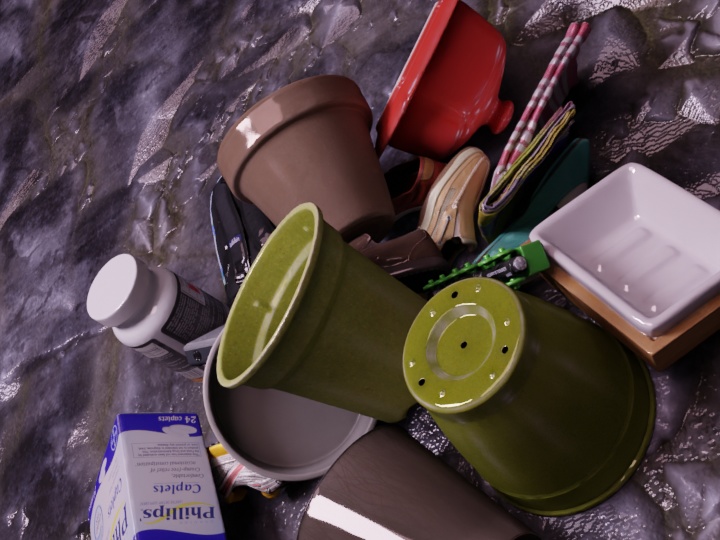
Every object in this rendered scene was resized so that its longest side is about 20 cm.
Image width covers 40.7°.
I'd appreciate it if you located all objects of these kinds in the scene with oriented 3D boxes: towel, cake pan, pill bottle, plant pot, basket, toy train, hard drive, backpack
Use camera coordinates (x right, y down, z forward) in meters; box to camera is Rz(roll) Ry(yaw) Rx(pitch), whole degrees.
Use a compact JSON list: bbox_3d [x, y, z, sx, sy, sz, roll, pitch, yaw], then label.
[{"bbox_3d":[0.200,-0.167,1.092,0.030,0.146,0.201,27,83,10],"label":"towel"},{"bbox_3d":[-0.075,0.129,1.071,0.201,0.199,0.037,-66,8,-14],"label":"cake pan"},{"bbox_3d":[-0.259,0.064,1.301,0.116,0.200,0.117,-22,50,29],"label":"pill bottle"},{"bbox_3d":[0.144,0.103,0.910,0.199,0.193,0.202,-23,50,30],"label":"plant pot"},{"bbox_3d":[0.064,0.262,0.927,0.199,0.136,0.180,20,60,43],"label":"basket"},{"bbox_3d":[-0.019,0.061,0.992,0.201,0.183,0.201,-51,23,32],"label":"plant pot"},{"bbox_3d":[0.125,0.009,0.992,0.042,0.056,0.200,68,157,3],"label":"toy train"},{"bbox_3d":[0.176,-0.097,1.040,0.023,0.200,0.144,39,88,10],"label":"towel"},{"bbox_3d":[-0.106,0.072,1.218,0.199,0.139,0.033,-12,100,37],"label":"hard drive"},{"bbox_3d":[-0.045,-0.104,1.166,0.200,0.200,0.175,-38,70,17],"label":"plant pot"},{"bbox_3d":[-0.131,-0.066,1.331,0.163,0.153,0.201,-40,64,21],"label":"backpack"}]

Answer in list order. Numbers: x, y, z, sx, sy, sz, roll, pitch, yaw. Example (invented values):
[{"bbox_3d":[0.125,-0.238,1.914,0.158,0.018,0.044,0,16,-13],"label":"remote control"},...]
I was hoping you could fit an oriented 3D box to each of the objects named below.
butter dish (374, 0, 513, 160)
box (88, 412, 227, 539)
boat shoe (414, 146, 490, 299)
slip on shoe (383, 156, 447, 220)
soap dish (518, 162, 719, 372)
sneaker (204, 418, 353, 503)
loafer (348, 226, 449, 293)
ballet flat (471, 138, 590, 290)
[{"bbox_3d":[0.118,-0.217,1.194,0.200,0.147,0.200,122,173,-69],"label":"butter dish"},{"bbox_3d":[-0.247,0.303,1.151,0.185,0.104,0.201,-66,33,33],"label":"box"},{"bbox_3d":[0.109,-0.047,1.148,0.076,0.072,0.201,29,92,34],"label":"boat shoe"},{"bbox_3d":[0.032,-0.097,1.241,0.199,0.061,0.075,-20,52,43],"label":"slip on shoe"},{"bbox_3d":[0.271,-0.005,0.921,0.157,0.081,0.200,-34,40,-9],"label":"soap dish"},{"bbox_3d":[-0.089,0.221,1.150,0.199,0.078,0.083,-22,78,24],"label":"sneaker"},{"bbox_3d":[0.000,0.000,1.110,0.198,0.073,0.071,-10,59,2],"label":"loafer"},{"bbox_3d":[0.205,-0.049,1.064,0.070,0.067,0.200,40,93,24],"label":"ballet flat"}]
